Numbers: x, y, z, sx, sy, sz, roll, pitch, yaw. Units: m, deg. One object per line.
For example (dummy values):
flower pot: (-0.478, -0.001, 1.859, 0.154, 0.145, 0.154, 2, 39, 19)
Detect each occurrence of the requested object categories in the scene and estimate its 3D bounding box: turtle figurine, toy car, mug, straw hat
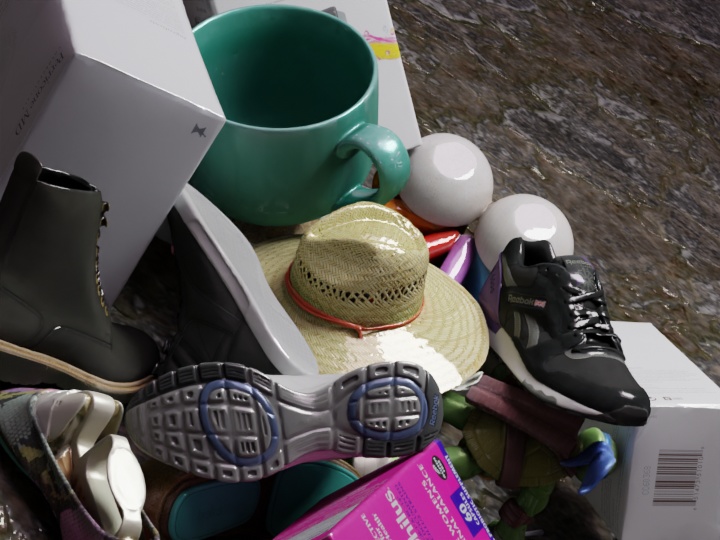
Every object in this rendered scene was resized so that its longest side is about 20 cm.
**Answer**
turtle figurine: (0.075, 0.129, 1.618, 0.193, 0.145, 0.200, 10, 14, -13)
toy car: (0.069, 0.001, 1.858, 0.200, 0.175, 0.150, 38, 56, 10)
mug: (-0.058, -0.095, 1.637, 0.151, 0.115, 0.185, -9, 43, -12)
straw hat: (0.000, 0.000, 1.561, 0.200, 0.085, 0.202, 8, 38, -6)

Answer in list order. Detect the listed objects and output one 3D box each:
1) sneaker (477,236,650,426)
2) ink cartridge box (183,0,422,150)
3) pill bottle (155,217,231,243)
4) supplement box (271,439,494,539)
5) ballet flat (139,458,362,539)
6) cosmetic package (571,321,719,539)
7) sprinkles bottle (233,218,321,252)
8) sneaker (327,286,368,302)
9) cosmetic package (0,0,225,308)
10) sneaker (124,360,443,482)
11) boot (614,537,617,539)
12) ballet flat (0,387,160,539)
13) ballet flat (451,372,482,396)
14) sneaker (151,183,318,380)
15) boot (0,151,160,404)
sneaker: (0.142, 0.037, 1.571, 0.075, 0.088, 0.200, 10, 17, -32)
ink cartridge box: (-0.060, -0.182, 1.832, 0.145, 0.201, 0.147, -19, 17, -15)
pill bottle: (-0.164, -0.111, 1.786, 0.110, 0.111, 0.200, 17, 27, -36)
supplement box: (0.002, 0.191, 1.357, 0.102, 0.103, 0.200, 60, 25, -1)
ballet flat: (-0.080, 0.141, 1.457, 0.072, 0.068, 0.199, 26, 17, 37)
cosmetic package: (0.206, 0.118, 1.674, 0.081, 0.113, 0.200, 2, 18, -11)
sprinkles bottle: (-0.077, 0.004, 1.663, 0.068, 0.068, 0.200, 31, 37, -8)
sneaker: (-0.022, 0.029, 1.728, 0.077, 0.084, 0.200, 27, 22, -18)
cosmetic package: (-0.207, -0.095, 1.568, 0.123, 0.200, 0.200, 22, 24, -28)
sneaker: (-0.051, 0.097, 1.410, 0.199, 0.075, 0.087, 1, -8, -17)
boot: (0.266, 0.247, 1.695, 0.154, 0.072, 0.200, 32, 25, -4)
ballet flat: (-0.163, 0.119, 1.352, 0.069, 0.071, 0.200, 10, 31, -37)
ballet flat: (0.059, 0.067, 1.713, 0.069, 0.069, 0.200, 45, 2, 26)
sneaker: (-0.111, 0.027, 1.513, 0.071, 0.099, 0.200, 31, 22, -51)
boot: (-0.175, 0.007, 1.456, 0.077, 0.139, 0.200, 29, 9, 29)
